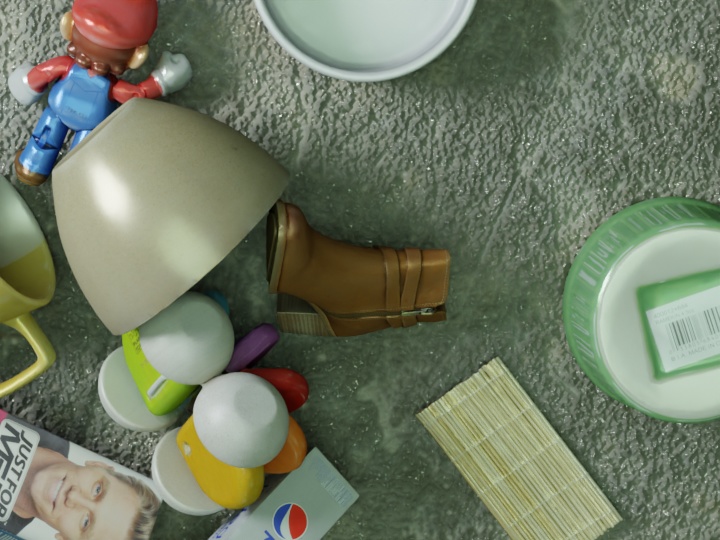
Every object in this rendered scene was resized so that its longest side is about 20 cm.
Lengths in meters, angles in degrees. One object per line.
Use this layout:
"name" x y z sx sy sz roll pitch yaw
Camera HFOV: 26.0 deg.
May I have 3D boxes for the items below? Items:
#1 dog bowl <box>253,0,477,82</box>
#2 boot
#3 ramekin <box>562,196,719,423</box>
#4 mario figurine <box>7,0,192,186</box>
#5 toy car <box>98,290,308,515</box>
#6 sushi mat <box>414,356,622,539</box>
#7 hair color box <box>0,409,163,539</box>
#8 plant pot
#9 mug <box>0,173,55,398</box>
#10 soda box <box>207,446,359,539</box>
"dog bowl" 0.003 -0.264 1.340 0.199 0.079 0.201 0 99 -1
"boot" 0.000 0.000 1.332 0.155 0.200 0.077 -2 56 3
"ramekin" 0.284 0.039 1.379 0.199 0.098 0.201 0 98 -1
"mario figurine" -0.228 -0.165 1.366 0.123 0.106 0.200 11 113 -39
"toy car" -0.122 0.102 1.362 0.150 0.175 0.200 -28 79 -37
"sushi mat" 0.147 0.183 1.442 0.096 0.012 0.200 -37 97 4
"hair color box" -0.280 0.198 1.367 0.200 0.060 0.100 28 60 -21
"plant pot" -0.176 -0.063 1.293 0.200 0.200 0.135 -41 104 5
"mug" -0.361 0.014 1.340 0.153 0.149 0.187 -29 68 11
"soda box" -0.095 0.248 1.380 0.063 0.068 0.200 48 67 -7
